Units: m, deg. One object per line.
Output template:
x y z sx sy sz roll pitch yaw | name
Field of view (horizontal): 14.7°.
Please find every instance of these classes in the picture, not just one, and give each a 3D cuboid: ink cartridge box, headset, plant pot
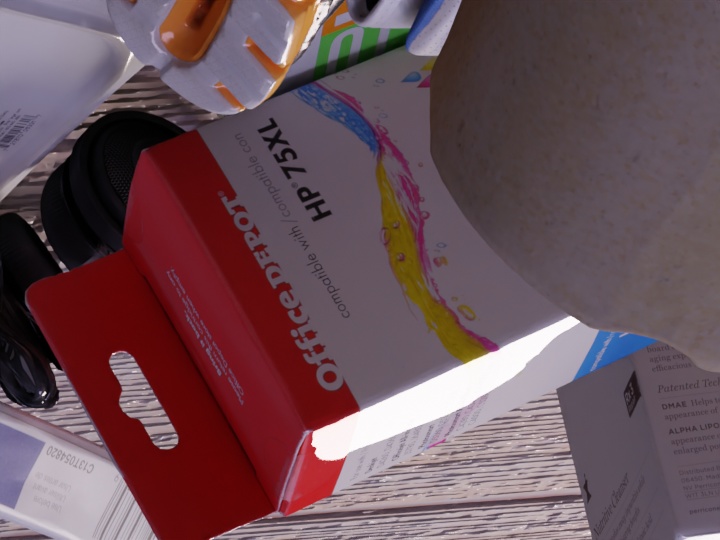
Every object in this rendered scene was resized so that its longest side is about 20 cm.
0.000 0.000 0.941 0.199 0.117 0.067 -24 158 -22 | ink cartridge box
-0.101 0.007 1.039 0.123 0.094 0.200 -38 168 16 | headset
0.111 -0.082 0.716 0.199 0.201 0.184 5 133 -32 | plant pot
-0.181 0.047 1.047 0.199 0.041 0.199 22 175 36 | ink cartridge box

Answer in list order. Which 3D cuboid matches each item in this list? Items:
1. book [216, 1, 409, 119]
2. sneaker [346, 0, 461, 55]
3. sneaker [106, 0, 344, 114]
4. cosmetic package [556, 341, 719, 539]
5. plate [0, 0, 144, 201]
0.020 -0.125 0.917 0.133 0.048 0.200 -21 157 -18 | book
0.061 -0.101 0.875 0.146 0.081 0.200 -19 159 -7 | sneaker
-0.005 -0.123 0.740 0.077 0.078 0.200 -47 -179 -38 | sneaker
0.126 0.032 1.111 0.081 0.201 0.113 -7 151 -13 | cosmetic package
-0.170 -0.068 0.972 0.199 0.033 0.199 10 145 -39 | plate
